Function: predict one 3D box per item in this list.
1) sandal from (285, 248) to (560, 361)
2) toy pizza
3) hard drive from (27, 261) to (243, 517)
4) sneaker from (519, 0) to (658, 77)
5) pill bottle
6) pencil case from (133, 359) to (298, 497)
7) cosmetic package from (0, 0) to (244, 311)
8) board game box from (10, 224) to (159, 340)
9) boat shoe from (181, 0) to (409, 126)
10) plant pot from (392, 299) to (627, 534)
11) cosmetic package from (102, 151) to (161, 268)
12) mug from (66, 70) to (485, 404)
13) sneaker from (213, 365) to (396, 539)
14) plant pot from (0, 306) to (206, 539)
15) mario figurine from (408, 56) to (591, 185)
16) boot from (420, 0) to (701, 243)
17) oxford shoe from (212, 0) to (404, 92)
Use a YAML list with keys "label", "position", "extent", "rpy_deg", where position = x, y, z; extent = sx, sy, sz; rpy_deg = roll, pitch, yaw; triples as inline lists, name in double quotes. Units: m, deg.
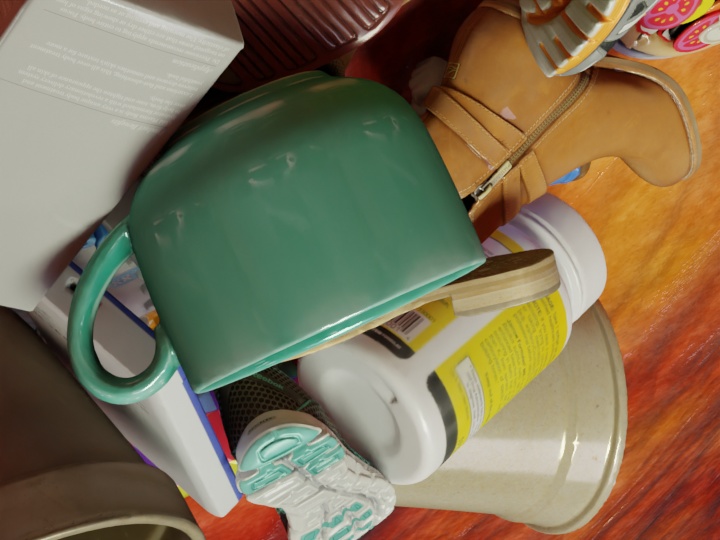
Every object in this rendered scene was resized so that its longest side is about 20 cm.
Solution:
- label: "sandal"
  position: [0.000, -0.001, 0.958]
  extent: [0.211, 0.070, 0.078]
  rpy_deg: [-13, -170, 5]
- label: "toy pizza"
  position: [0.237, -0.194, 1.062]
  extent: [0.200, 0.032, 0.200]
  rpy_deg: [-23, 153, -13]
- label: "hard drive"
  position: [-0.133, 0.058, 0.967]
  extent: [0.025, 0.132, 0.200]
  rpy_deg: [-45, 158, -16]
- label: "sneaker"
  position: [0.148, -0.172, 0.870]
  extent: [0.077, 0.078, 0.200]
  rpy_deg: [-1, 142, -34]
- label: "pill bottle"
  position: [0.064, 0.036, 1.116]
  extent: [0.200, 0.114, 0.114]
  rpy_deg: [-38, 162, -33]
- label: "pencil case"
  position: [-0.127, 0.115, 1.189]
  extent: [0.199, 0.089, 0.088]
  rpy_deg: [-20, 152, -19]
- label: "cosmetic package"
  position: [-0.155, -0.077, 0.797]
  extent: [0.107, 0.090, 0.200]
  rpy_deg: [16, 133, -40]
- label: "board game box"
  position: [-0.209, 0.045, 1.044]
  extent: [0.199, 0.026, 0.200]
  rpy_deg: [-27, 154, -6]
- label: "boat shoe"
  position: [-0.024, -0.124, 0.872]
  extent: [0.199, 0.076, 0.072]
  rpy_deg: [-27, 154, -7]
- label: "plant pot"
  position: [0.059, 0.096, 1.246]
  extent: [0.183, 0.201, 0.201]
  rpy_deg: [-1, 143, -27]
- label: "cosmetic package"
  position: [-0.073, -0.014, 0.995]
  extent: [0.102, 0.074, 0.200]
  rpy_deg: [-43, 156, -5]
- label: "mug"
  position: [-0.044, -0.019, 0.813]
  extent: [0.185, 0.115, 0.152]
  rpy_deg: [-22, 176, -33]
- label: "sneaker"
  position: [-0.037, 0.108, 1.051]
  extent: [0.077, 0.091, 0.200]
  rpy_deg: [-30, 149, -3]
- label: "plant pot"
  position: [-0.207, 0.119, 0.950]
  extent: [0.199, 0.174, 0.200]
  rpy_deg: [-22, 153, -12]
- label: "mario figurine"
  position: [0.055, -0.079, 1.063]
  extent: [0.200, 0.106, 0.124]
  rpy_deg: [-21, 111, -36]
- label: "boot"
  position: [0.107, -0.070, 1.002]
  extent: [0.200, 0.074, 0.155]
  rpy_deg: [44, 73, -35]
- label: "oxford shoe"
  position: [-0.002, -0.160, 0.821]
  extent: [0.200, 0.075, 0.070]
  rpy_deg: [-37, 113, 7]
